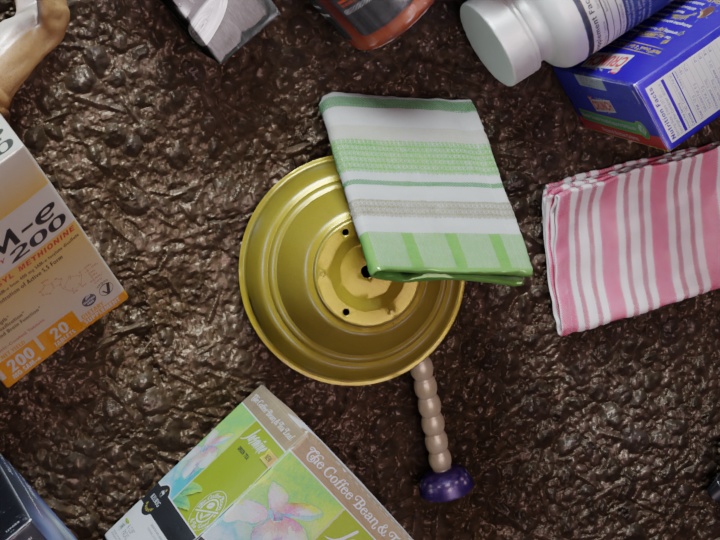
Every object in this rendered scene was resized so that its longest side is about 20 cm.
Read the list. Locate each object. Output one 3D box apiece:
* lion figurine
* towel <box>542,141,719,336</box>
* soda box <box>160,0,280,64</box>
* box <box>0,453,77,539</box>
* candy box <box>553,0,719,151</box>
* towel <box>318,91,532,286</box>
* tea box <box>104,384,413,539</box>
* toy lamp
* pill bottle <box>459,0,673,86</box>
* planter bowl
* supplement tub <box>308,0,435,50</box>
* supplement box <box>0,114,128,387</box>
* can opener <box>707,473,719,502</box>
[{"bbox_3d":[-0.276,-0.173,1.505,0.200,0.072,0.123,-45,149,-11],"label":"lion figurine"},{"bbox_3d":[0.263,-0.029,1.783,0.199,0.030,0.147,-15,110,-18],"label":"towel"},{"bbox_3d":[-0.152,-0.264,1.534,0.071,0.063,0.200,-41,115,-7],"label":"soda box"},{"bbox_3d":[-0.272,0.268,1.562,0.123,0.200,0.199,-39,116,-8],"label":"box"},{"bbox_3d":[0.290,-0.196,1.669,0.200,0.169,0.077,-34,111,-9],"label":"candy box"},{"bbox_3d":[0.051,-0.067,1.609,0.148,0.201,0.031,1,140,-20],"label":"towel"},{"bbox_3d":[-0.075,0.247,1.670,0.197,0.134,0.200,-45,115,-5],"label":"tea box"},{"bbox_3d":[0.058,0.109,1.726,0.058,0.058,0.201,-18,110,-16],"label":"toy lamp"},{"bbox_3d":[0.188,-0.244,1.647,0.199,0.111,0.111,-33,114,-10],"label":"pill bottle"},{"bbox_3d":[0.000,0.000,1.626,0.199,0.083,0.202,0,90,-9],"label":"planter bowl"},{"bbox_3d":[-0.028,-0.280,1.555,0.107,0.107,0.200,-47,116,-3],"label":"supplement tub"},{"bbox_3d":[-0.283,-0.017,1.506,0.126,0.074,0.200,-37,139,-7],"label":"supplement box"},{"bbox_3d":[0.437,0.195,1.907,0.199,0.079,0.064,1,65,-25],"label":"can opener"}]
